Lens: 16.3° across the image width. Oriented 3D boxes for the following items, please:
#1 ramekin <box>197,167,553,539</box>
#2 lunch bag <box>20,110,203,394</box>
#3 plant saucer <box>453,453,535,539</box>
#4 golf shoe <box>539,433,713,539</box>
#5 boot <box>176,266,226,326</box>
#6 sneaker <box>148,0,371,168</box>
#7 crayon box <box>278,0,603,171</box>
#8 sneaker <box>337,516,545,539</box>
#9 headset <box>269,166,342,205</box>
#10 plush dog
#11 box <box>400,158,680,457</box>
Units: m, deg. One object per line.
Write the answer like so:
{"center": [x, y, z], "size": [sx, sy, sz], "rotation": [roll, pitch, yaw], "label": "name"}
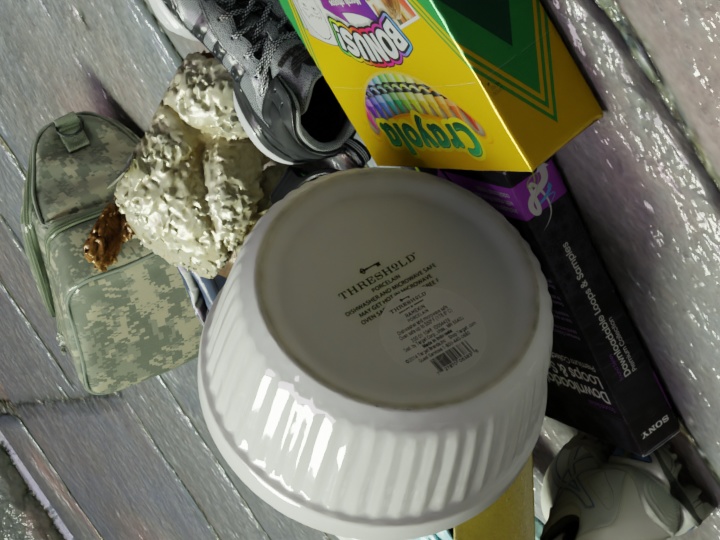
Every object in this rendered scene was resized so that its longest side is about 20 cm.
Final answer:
{"center": [0.013, 0.036, 1.384], "size": [0.200, 0.200, 0.105], "rotation": [48, 150, 21], "label": "ramekin"}
{"center": [-0.205, -0.019, 2.077], "size": [0.200, 0.139, 0.168], "rotation": [86, 160, -59], "label": "lunch bag"}
{"center": [0.080, 0.144, 1.509], "size": [0.200, 0.048, 0.201], "rotation": [86, -176, -59], "label": "plant saucer"}
{"center": [0.135, 0.154, 1.552], "size": [0.078, 0.097, 0.200], "rotation": [52, 164, 1], "label": "golf shoe"}
{"center": [-0.071, 0.039, 1.884], "size": [0.073, 0.090, 0.201], "rotation": [28, 149, 55], "label": "boot"}
{"center": [-0.057, -0.145, 1.540], "size": [0.200, 0.075, 0.114], "rotation": [56, 163, -26], "label": "sneaker"}
{"center": [0.024, -0.140, 1.352], "size": [0.173, 0.058, 0.200], "rotation": [59, 162, -15], "label": "crayon box"}
{"center": [0.052, 0.161, 1.677], "size": [0.199, 0.074, 0.082], "rotation": [17, 155, 24], "label": "sneaker"}
{"center": [0.000, 0.000, 1.562], "size": [0.123, 0.094, 0.200], "rotation": [31, -173, -19], "label": "headset"}
{"center": [-0.079, -0.034, 1.721], "size": [0.171, 0.161, 0.200], "rotation": [30, 161, 0], "label": "plush dog"}
{"center": [0.100, 0.008, 1.469], "size": [0.200, 0.036, 0.143], "rotation": [61, 162, -22], "label": "box"}
